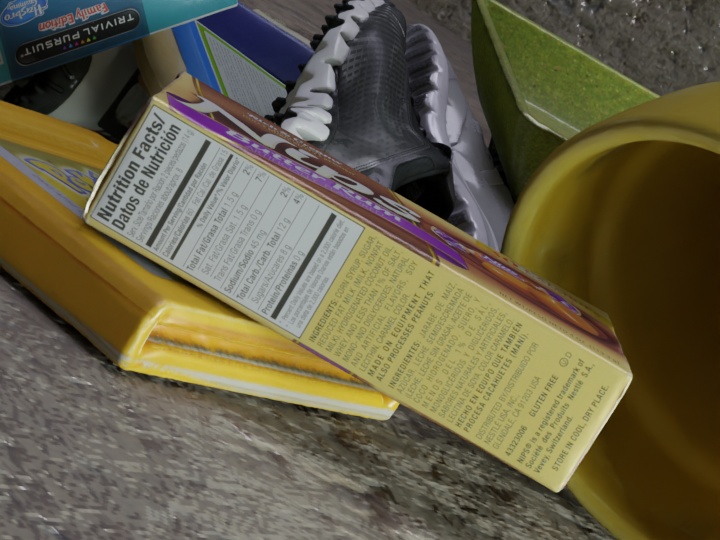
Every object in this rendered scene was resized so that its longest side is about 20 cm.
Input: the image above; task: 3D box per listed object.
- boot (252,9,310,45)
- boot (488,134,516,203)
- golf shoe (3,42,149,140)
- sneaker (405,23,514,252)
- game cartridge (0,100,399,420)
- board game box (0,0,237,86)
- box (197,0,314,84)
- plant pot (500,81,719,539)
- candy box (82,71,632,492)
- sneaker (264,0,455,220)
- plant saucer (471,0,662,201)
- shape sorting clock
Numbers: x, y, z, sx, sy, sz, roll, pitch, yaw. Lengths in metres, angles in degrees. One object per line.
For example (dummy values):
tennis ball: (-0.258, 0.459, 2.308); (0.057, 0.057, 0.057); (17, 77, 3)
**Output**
boot: (-0.024, -0.106, 1.452); (0.155, 0.072, 0.200); (32, 5, 5)
boot: (0.078, -0.049, 1.237); (0.077, 0.138, 0.200); (0, -6, 15)
golf shoe: (-0.117, -0.099, 1.141); (0.088, 0.077, 0.200); (39, 11, -4)
sneaker: (0.032, -0.035, 1.085); (0.082, 0.075, 0.200); (44, 24, -40)
game cartridge: (-0.094, -0.014, 0.904); (0.200, 0.032, 0.176); (39, 12, 32)
board game box: (-0.164, -0.150, 1.067); (0.151, 0.047, 0.200); (-20, 32, -16)
box: (-0.044, -0.087, 1.250); (0.200, 0.032, 0.121); (32, -23, 14)
plant pot: (0.191, 0.008, 0.965); (0.189, 0.201, 0.201); (-24, 49, -40)
candy box: (0.000, 0.000, 0.867); (0.200, 0.056, 0.117); (31, 9, -3)
sneaker: (0.003, -0.054, 1.014); (0.090, 0.066, 0.200); (32, 32, -6)
plant saucer: (0.139, -0.047, 1.158); (0.200, 0.048, 0.200); (28, 19, -15)
shape sorting clock: (-0.038, -0.044, 1.100); (0.200, 0.039, 0.200); (41, 17, -15)
